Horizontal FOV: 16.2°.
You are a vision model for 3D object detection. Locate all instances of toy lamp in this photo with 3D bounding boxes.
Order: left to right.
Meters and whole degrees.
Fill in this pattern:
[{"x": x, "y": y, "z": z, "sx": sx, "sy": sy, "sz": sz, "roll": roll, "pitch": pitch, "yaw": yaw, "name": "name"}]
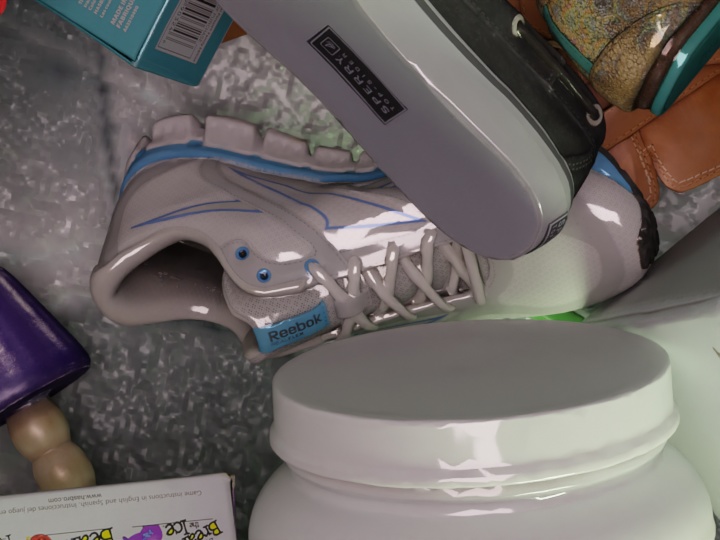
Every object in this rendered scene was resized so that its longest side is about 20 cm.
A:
[{"x": -0.093, "y": 0.092, "z": 0.897, "sx": 0.058, "sy": 0.058, "sz": 0.201, "roll": -29, "pitch": 87, "yaw": 6, "name": "toy lamp"}]

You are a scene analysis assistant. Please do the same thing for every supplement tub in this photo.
[{"x": 0.040, "y": 0.126, "z": 0.786, "sx": 0.144, "sy": 0.145, "sz": 0.201, "roll": -3, "pitch": 102, "yaw": 3, "name": "supplement tub"}]

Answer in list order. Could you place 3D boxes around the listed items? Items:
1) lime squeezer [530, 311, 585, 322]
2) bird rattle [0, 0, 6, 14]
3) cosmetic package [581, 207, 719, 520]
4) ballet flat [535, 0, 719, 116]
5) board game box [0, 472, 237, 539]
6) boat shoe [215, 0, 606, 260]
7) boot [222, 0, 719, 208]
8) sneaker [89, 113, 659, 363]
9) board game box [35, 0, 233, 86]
[{"x": 0.121, "y": 0.009, "z": 0.902, "sx": 0.199, "sy": 0.038, "sz": 0.071, "roll": -10, "pitch": 64, "yaw": 4, "name": "lime squeezer"}, {"x": -0.175, "y": -0.092, "z": 0.798, "sx": 0.163, "sy": 0.112, "sz": 0.201, "roll": 37, "pitch": 113, "yaw": 40, "name": "bird rattle"}, {"x": 0.210, "y": 0.018, "z": 0.804, "sx": 0.200, "sy": 0.166, "sz": 0.168, "roll": -37, "pitch": 93, "yaw": -11, "name": "cosmetic package"}, {"x": 0.128, "y": -0.127, "z": 0.830, "sx": 0.071, "sy": 0.071, "sz": 0.200, "roll": 50, "pitch": 59, "yaw": -3, "name": "ballet flat"}, {"x": -0.084, "y": 0.175, "z": 0.798, "sx": 0.104, "sy": 0.103, "sz": 0.201, "roll": -4, "pitch": 78, "yaw": -10, "name": "board game box"}, {"x": 0.001, "y": -0.092, "z": 0.775, "sx": 0.200, "sy": 0.068, "sz": 0.057, "roll": 50, "pitch": 54, "yaw": -15, "name": "boat shoe"}, {"x": 0.035, "y": -0.073, "z": 0.874, "sx": 0.199, "sy": 0.074, "sz": 0.156, "roll": -22, "pitch": 99, "yaw": 7, "name": "boot"}, {"x": 0.000, "y": 0.000, "z": 0.846, "sx": 0.199, "sy": 0.087, "sz": 0.075, "roll": 0, "pitch": 129, "yaw": 23, "name": "sneaker"}, {"x": -0.102, "y": -0.176, "z": 0.843, "sx": 0.199, "sy": 0.047, "sz": 0.152, "roll": 33, "pitch": 98, "yaw": 23, "name": "board game box"}]
